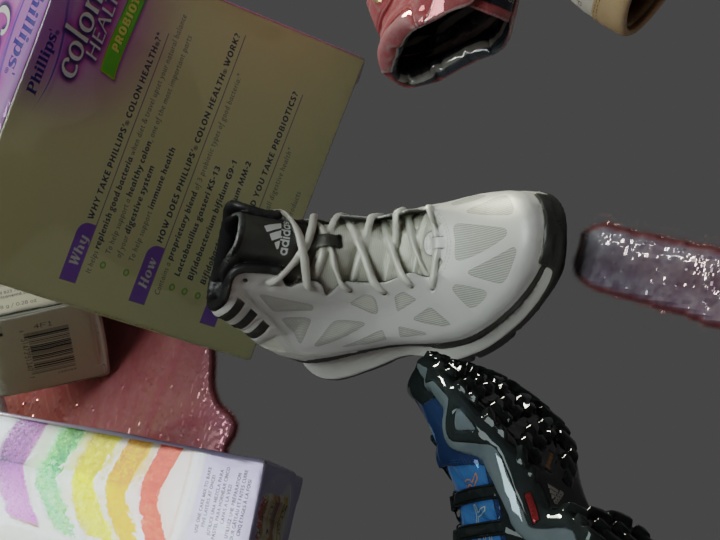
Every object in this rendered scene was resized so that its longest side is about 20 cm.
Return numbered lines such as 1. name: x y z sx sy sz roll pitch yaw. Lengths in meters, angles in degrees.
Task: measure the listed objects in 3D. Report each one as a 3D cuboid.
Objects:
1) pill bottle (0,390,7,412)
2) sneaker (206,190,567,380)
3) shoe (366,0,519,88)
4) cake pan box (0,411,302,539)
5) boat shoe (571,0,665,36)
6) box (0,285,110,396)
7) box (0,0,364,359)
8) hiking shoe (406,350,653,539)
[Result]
1. pill bottle: -0.292 0.101 1.597 0.200 0.111 0.113 -13 64 62
2. sneaker: 0.000 0.001 1.298 0.200 0.115 0.076 -22 59 43
3. shoe: 0.073 -0.171 1.324 0.200 0.071 0.092 -35 55 41
4. cake pan box: -0.140 0.183 1.383 0.183 0.052 0.201 10 81 26
5. boat shoe: 0.169 -0.189 1.219 0.200 0.074 0.069 -47 67 16
6. box: -0.199 -0.032 1.562 0.082 0.068 0.201 88 168 -54
7. box: -0.126 -0.069 1.411 0.096 0.199 0.177 25 95 51
8. hiking shoe: 0.064 0.115 1.207 0.087 0.074 0.200 -55 41 18
